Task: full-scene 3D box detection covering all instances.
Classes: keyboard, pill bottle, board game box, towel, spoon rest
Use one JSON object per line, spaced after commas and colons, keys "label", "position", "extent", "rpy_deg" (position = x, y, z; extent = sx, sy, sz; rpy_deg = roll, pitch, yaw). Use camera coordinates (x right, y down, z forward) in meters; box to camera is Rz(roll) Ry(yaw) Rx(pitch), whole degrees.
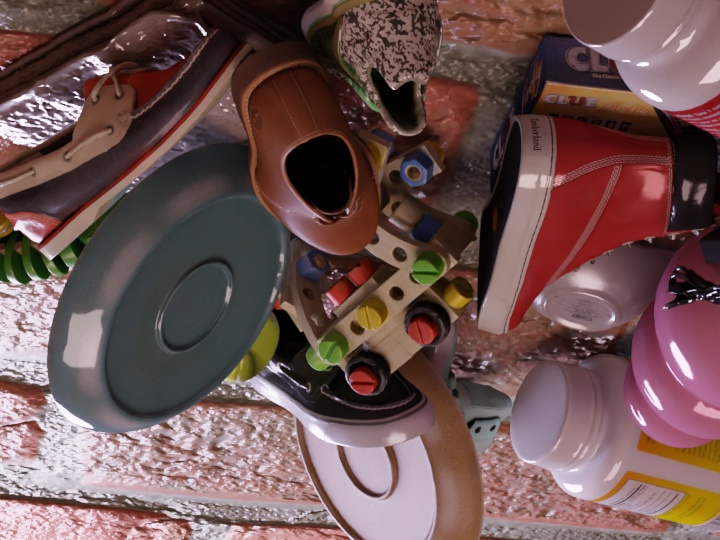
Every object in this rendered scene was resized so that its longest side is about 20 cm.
{"label": "keyboard", "position": [0.238, -0.018, 1.335], "extent": [0.127, 0.021, 0.200], "rpy_deg": [-36, -172, -11]}
{"label": "pill bottle", "position": [0.210, -0.125, 1.272], "extent": [0.200, 0.112, 0.112], "rpy_deg": [21, 146, -34]}
{"label": "pill bottle", "position": [0.214, 0.126, 1.744], "extent": [0.200, 0.109, 0.109], "rpy_deg": [16, 148, -26]}
{"label": "board game box", "position": [0.192, -0.082, 1.434], "extent": [0.200, 0.035, 0.136], "rpy_deg": [6, 151, -10]}
{"label": "towel", "position": [-0.124, -0.104, 1.400], "extent": [0.200, 0.034, 0.133], "rpy_deg": [-24, 143, 38]}
{"label": "spoon rest", "position": [0.201, 0.015, 1.610], "extent": [0.200, 0.061, 0.099], "rpy_deg": [15, 150, 2]}

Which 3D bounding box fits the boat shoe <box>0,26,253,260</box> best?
{"label": "boat shoe", "position": [-0.139, -0.081, 1.342], "extent": [0.063, 0.071, 0.200], "rpy_deg": [48, 126, -5]}

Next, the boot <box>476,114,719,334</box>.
{"label": "boot", "position": [0.149, -0.020, 1.445], "extent": [0.144, 0.072, 0.200], "rpy_deg": [4, 148, -8]}

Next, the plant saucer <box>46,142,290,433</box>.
{"label": "plant saucer", "position": [-0.108, 0.017, 1.434], "extent": [0.027, 0.200, 0.200], "rpy_deg": [32, 166, 30]}

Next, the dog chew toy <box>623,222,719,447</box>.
{"label": "dog chew toy", "position": [0.230, 0.051, 1.511], "extent": [0.125, 0.125, 0.200], "rpy_deg": [9, 151, -15]}

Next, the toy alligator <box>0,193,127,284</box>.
{"label": "toy alligator", "position": [-0.181, -0.025, 1.527], "extent": [0.200, 0.054, 0.059], "rpy_deg": [-11, 150, 21]}

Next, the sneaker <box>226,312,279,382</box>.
{"label": "sneaker", "position": [-0.131, 0.014, 1.537], "extent": [0.105, 0.076, 0.200], "rpy_deg": [29, 169, 26]}

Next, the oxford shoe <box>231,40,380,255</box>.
{"label": "oxford shoe", "position": [-0.024, -0.049, 1.343], "extent": [0.071, 0.071, 0.200], "rpy_deg": [-27, 153, 1]}

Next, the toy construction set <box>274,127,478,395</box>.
{"label": "toy construction set", "position": [0.000, 0.000, 1.508], "extent": [0.131, 0.092, 0.200], "rpy_deg": [45, 141, -4]}

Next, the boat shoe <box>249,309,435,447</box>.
{"label": "boat shoe", "position": [-0.023, 0.068, 1.599], "extent": [0.069, 0.057, 0.200], "rpy_deg": [-26, -154, -27]}

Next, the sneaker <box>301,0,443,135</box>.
{"label": "sneaker", "position": [0.010, -0.112, 1.288], "extent": [0.077, 0.089, 0.200], "rpy_deg": [-8, 171, -2]}

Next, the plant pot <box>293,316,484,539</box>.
{"label": "plant pot", "position": [0.011, 0.130, 1.679], "extent": [0.027, 0.200, 0.200], "rpy_deg": [-24, 167, -34]}

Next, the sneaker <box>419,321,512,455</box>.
{"label": "sneaker", "position": [0.061, 0.078, 1.717], "extent": [0.118, 0.074, 0.200], "rpy_deg": [-12, 144, -27]}
